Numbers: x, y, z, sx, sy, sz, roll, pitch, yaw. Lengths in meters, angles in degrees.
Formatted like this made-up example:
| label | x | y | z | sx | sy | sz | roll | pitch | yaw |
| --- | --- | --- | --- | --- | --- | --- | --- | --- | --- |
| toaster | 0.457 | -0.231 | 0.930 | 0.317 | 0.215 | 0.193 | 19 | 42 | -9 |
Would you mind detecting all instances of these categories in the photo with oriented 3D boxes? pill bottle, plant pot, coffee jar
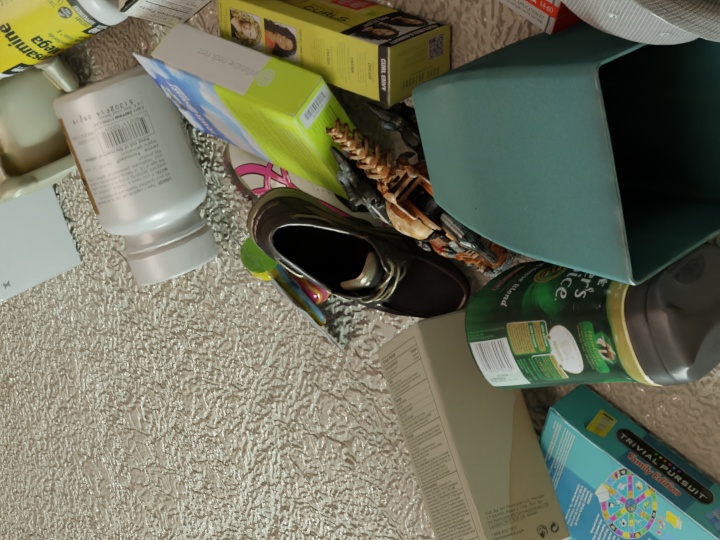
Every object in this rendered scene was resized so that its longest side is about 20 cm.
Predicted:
| label | x | y | z | sx | sy | sz | roll | pitch | yaw |
| --- | --- | --- | --- | --- | --- | --- | --- | --- | --- |
| pill bottle | -0.216 | -0.094 | 1.341 | 0.114 | 0.114 | 0.201 | -5 | 109 | 50 |
| plant pot | 0.138 | -0.092 | 0.919 | 0.199 | 0.141 | 0.142 | 10 | 120 | 49 |
| coffee jar | 0.176 | 0.034 | 0.980 | 0.199 | 0.104 | 0.086 | -7 | 110 | 50 |
| pill bottle | -0.326 | -0.255 | 1.301 | 0.199 | 0.112 | 0.113 | -21 | 98 | 21 |

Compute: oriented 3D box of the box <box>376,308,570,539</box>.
| label | x | y | z | sx | sy | sz | roll | pitch | yaw |
| --- | --- | --- | --- | --- | --- | --- | --- | --- | --- |
| box | 0.090 | 0.139 | 1.114 | 0.095 | 0.077 | 0.201 | -40 | 65 | 63 |

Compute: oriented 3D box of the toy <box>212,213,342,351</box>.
| label | x | y | z | sx | sy | sz | roll | pitch | yaw |
| --- | --- | --- | --- | --- | --- | --- | --- | --- | --- |
| toy | -0.061 | 0.004 | 1.236 | 0.115 | 0.047 | 0.200 | 46 | -179 | 17 |

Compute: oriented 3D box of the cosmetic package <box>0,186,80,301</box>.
| label | x | y | z | sx | sy | sz | roll | pitch | yaw |
| --- | --- | --- | --- | --- | --- | --- | --- | --- | --- |
| cosmetic package | -0.462 | -0.075 | 1.630 | 0.199 | 0.123 | 0.201 | -1 | 112 | 51 |

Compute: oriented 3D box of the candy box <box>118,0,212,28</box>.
| label | x | y | z | sx | sy | sz | roll | pitch | yaw |
| --- | --- | --- | --- | --- | --- | --- | --- | --- | --- |
| candy box | -0.125 | -0.299 | 1.101 | 0.200 | 0.061 | 0.137 | -21 | 63 | 52 |

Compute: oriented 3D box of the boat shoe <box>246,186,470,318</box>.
| label | x | y | z | sx | sy | sz | roll | pitch | yaw |
| --- | --- | --- | --- | --- | --- | --- | --- | --- | --- |
| boat shoe | 0.000 | 0.000 | 1.106 | 0.073 | 0.199 | 0.075 | -108 | 41 | -65 |

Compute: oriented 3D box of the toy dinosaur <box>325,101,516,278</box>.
| label | x | y | z | sx | sy | sz | roll | pitch | yaw |
| --- | --- | --- | --- | --- | --- | --- | --- | --- | --- |
| toy dinosaur | 0.048 | -0.065 | 1.037 | 0.136 | 0.102 | 0.200 | 51 | 172 | 46 |

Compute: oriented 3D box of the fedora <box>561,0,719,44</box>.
| label | x | y | z | sx | sy | sz | roll | pitch | yaw |
| --- | --- | --- | --- | --- | --- | --- | --- | --- | --- |
| fedora | 0.161 | -0.198 | 0.781 | 0.090 | 0.199 | 0.178 | 141 | 135 | -57 |

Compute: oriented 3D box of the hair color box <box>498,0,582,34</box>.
| label | x | y | z | sx | sy | sz | roll | pitch | yaw |
| --- | --- | --- | --- | --- | --- | --- | --- | --- | --- |
| hair color box | 0.125 | -0.270 | 0.879 | 0.111 | 0.064 | 0.201 | 38 | 136 | 27 |

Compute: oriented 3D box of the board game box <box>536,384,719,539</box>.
| label | x | y | z | sx | sy | sz | roll | pitch | yaw |
| --- | --- | --- | --- | --- | --- | --- | --- | --- | --- |
| board game box | 0.223 | 0.209 | 1.084 | 0.200 | 0.047 | 0.152 | 38 | 138 | 27 |

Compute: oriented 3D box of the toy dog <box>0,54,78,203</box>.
| label | x | y | z | sx | sy | sz | roll | pitch | yaw |
| --- | --- | --- | --- | --- | --- | --- | --- | --- | --- |
| toy dog | -0.365 | -0.190 | 1.459 | 0.201 | 0.139 | 0.194 | 66 | 170 | -6 |

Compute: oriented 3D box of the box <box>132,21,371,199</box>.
| label | x | y | z | sx | sy | sz | roll | pitch | yaw |
| --- | --- | --- | --- | --- | --- | --- | --- | --- | --- |
| box | -0.089 | -0.138 | 1.145 | 0.199 | 0.048 | 0.122 | 27 | 164 | 36 |

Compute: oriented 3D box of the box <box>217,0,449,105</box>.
| label | x | y | z | sx | sy | sz | roll | pitch | yaw |
| --- | --- | --- | --- | --- | --- | --- | --- | --- | --- |
| box | -0.024 | -0.190 | 1.094 | 0.199 | 0.075 | 0.050 | 25 | 129 | 39 |

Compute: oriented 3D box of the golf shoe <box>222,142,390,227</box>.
| label | x | y | z | sx | sy | sz | roll | pitch | yaw |
| --- | --- | --- | --- | --- | --- | --- | --- | --- | --- |
| golf shoe | -0.043 | -0.074 | 1.207 | 0.200 | 0.072 | 0.092 | 41 | 107 | 31 |
